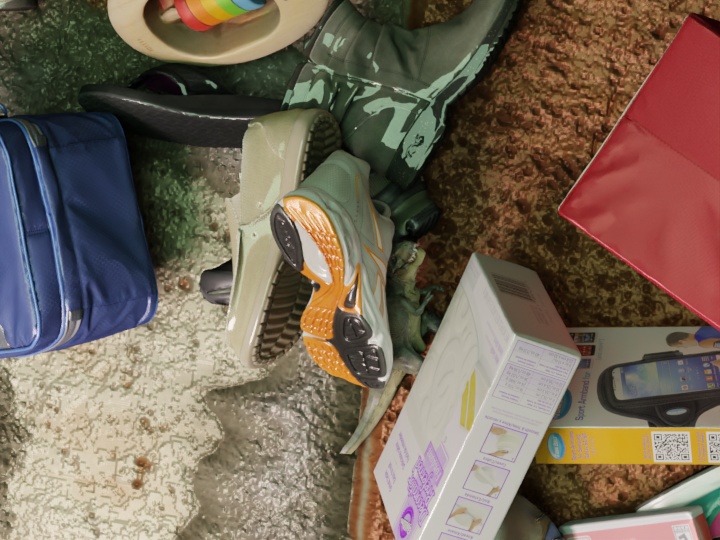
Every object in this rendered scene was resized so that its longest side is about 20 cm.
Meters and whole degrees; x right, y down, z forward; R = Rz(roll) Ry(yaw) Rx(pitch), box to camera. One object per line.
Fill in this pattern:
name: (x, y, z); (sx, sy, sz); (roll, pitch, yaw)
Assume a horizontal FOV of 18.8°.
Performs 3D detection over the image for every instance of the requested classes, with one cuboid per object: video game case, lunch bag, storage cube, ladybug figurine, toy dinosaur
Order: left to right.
lunch bag: (-0.259, -0.035, 1.697); (0.136, 0.132, 0.201); (-12, 92, 49)
ladybug figurine: (-0.103, -0.223, 1.666); (0.199, 0.136, 0.072); (-14, 50, 33)
toy dinosaur: (0.044, 0.061, 1.688); (0.088, 0.048, 0.201); (10, 118, -3)
video game case: (0.231, 0.278, 1.634); (0.143, 0.017, 0.201); (-16, 94, 50)
storage cube: (0.276, -0.058, 1.537); (0.180, 0.200, 0.171); (37, 105, 16)

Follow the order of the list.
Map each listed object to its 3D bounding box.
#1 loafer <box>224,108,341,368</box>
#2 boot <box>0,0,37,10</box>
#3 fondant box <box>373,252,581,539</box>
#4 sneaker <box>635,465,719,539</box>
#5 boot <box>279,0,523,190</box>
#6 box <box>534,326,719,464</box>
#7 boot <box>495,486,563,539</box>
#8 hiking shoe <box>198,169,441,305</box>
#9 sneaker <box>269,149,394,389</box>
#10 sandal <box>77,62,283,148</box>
loafer: (-0.066, -0.027, 1.628); (0.068, 0.076, 0.201); (18, 97, 32)
boot: (-0.352, -0.288, 1.751); (0.199, 0.073, 0.151); (7, 99, 11)
fondant box: (0.082, 0.108, 1.603); (0.058, 0.144, 0.201); (17, 110, -16)
sneaker: (0.313, 0.184, 1.605); (0.200, 0.084, 0.121); (-30, 82, 25)
boot: (0.031, -0.171, 1.635); (0.130, 0.068, 0.200); (33, 90, 5)
box: (0.208, 0.091, 1.605); (0.199, 0.119, 0.042); (0, 127, 13)
boot: (0.118, 0.183, 1.685); (0.097, 0.075, 0.201); (17, 92, -11)
hiking shoe: (-0.041, -0.039, 1.698); (0.199, 0.076, 0.101); (-23, 81, 8)
sneaker: (0.000, 0.000, 1.613); (0.075, 0.092, 0.200); (15, 138, 28)
sandal: (-0.121, -0.130, 1.713); (0.200, 0.075, 0.048); (7, 69, 7)
